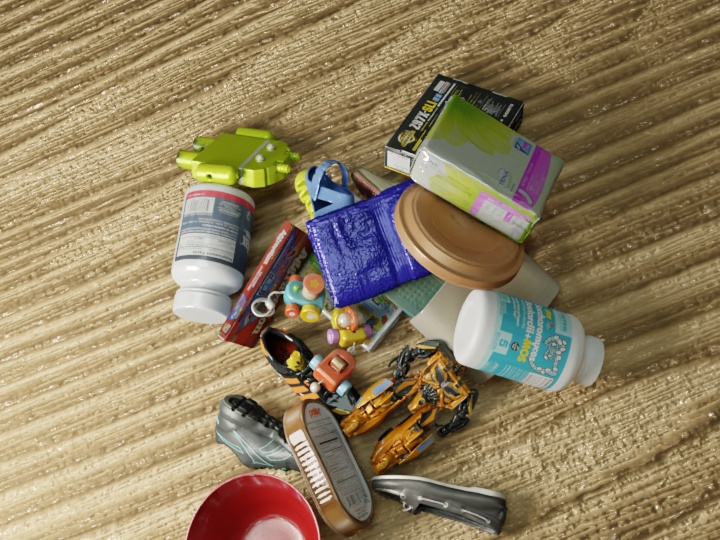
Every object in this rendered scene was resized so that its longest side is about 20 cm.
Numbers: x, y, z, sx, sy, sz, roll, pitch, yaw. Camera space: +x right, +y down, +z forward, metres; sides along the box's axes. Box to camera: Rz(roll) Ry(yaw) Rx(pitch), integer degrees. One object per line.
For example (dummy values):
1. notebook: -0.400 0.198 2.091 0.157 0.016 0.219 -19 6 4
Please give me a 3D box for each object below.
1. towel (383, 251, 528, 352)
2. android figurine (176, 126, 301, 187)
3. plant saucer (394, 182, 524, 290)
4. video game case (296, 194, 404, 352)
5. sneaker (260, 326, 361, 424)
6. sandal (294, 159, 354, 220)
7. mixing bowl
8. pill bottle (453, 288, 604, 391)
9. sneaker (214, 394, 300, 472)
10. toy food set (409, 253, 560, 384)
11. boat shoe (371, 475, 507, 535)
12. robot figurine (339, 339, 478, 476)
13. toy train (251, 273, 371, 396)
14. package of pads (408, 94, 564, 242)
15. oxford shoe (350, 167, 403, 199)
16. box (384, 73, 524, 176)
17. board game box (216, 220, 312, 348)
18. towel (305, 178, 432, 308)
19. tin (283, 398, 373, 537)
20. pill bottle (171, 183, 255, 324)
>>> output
1. towel: 0.146 0.005 1.411 0.146 0.022 0.201 41 79 -5
2. android figurine: -0.197 -0.186 1.527 0.196 0.042 0.183 9 32 18
3. plant saucer: 0.144 -0.059 1.313 0.197 0.033 0.202 15 44 -15
4. video game case: 0.000 0.000 1.471 0.199 0.023 0.183 38 81 21
5. sneaker: -0.080 0.159 1.392 0.199 0.090 0.070 39 81 22
6. sandal: -0.038 -0.093 1.444 0.087 0.079 0.202 -45 63 41
7. mixing bowl: -0.138 0.398 1.308 0.196 0.109 0.204 -4 69 11
8. pill bottle: 0.238 0.102 1.298 0.197 0.111 0.113 16 72 -9
9. sneaker: -0.132 0.263 1.388 0.198 0.075 0.080 29 108 13
10. toy food set: 0.188 0.047 1.380 0.143 0.060 0.201 41 78 -5
11. boat shoe: 0.108 0.329 1.303 0.196 0.067 0.058 6 67 10
12. robot figurine: 0.076 0.198 1.341 0.199 0.058 0.146 -40 92 5
13. toy train: -0.060 0.081 1.370 0.200 0.056 0.149 44 49 15
14. package of pads: 0.181 -0.145 1.332 0.198 0.069 0.155 31 48 2
15. oxford shoe: 0.075 -0.112 1.475 0.199 0.071 0.074 36 77 10
16. box: 0.151 -0.217 1.468 0.157 0.050 0.201 20 54 19
17. board game box: -0.141 0.025 1.429 0.019 0.103 0.202 31 90 21
18. towel: 0.029 -0.044 1.374 0.197 0.050 0.150 -21 75 -4
19. tin: -0.043 0.278 1.320 0.041 0.112 0.202 -31 77 16
20. pill bottle: -0.239 -0.024 1.479 0.117 0.120 0.204 2 71 13
